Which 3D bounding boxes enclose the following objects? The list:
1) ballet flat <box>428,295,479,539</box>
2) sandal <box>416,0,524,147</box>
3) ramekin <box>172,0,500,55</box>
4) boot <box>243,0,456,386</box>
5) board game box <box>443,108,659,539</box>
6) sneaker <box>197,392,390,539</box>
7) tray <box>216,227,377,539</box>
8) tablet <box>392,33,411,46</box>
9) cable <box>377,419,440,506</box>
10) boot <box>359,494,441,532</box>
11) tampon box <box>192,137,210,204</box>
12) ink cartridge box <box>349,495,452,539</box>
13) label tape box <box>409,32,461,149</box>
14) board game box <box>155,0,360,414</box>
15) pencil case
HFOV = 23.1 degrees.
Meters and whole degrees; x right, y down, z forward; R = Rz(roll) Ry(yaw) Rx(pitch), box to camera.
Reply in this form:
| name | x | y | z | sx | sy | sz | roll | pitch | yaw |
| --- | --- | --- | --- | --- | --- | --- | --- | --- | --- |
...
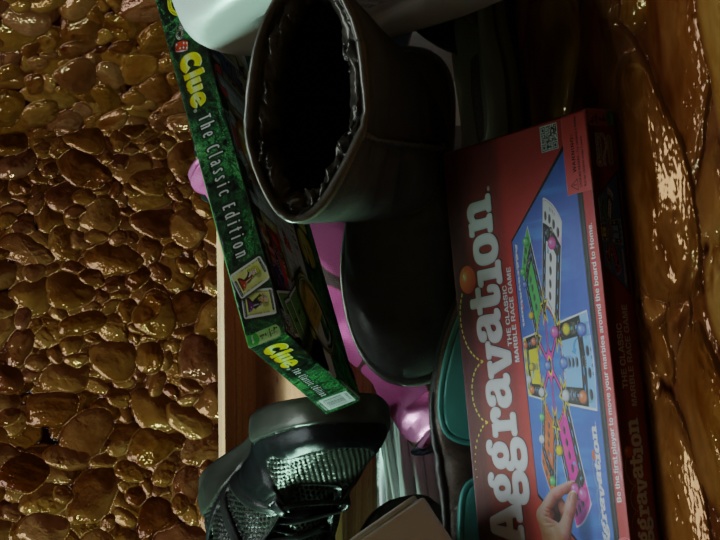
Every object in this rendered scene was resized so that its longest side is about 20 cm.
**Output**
| name | x | y | z | sx | sy | sz | roll | pitch | yaw |
| --- | --- | --- | --- | --- | --- | --- | --- | --- | --- |
| ballet flat | 0.064 | 0.089 | 0.842 | 0.068 | 0.067 | 0.202 | 63 | -147 | -86 |
| sandal | 0.045 | -0.144 | 0.926 | 0.080 | 0.057 | 0.203 | 113 | 151 | -74 |
| ramekin | 0.000 | -0.165 | 0.771 | 0.200 | 0.199 | 0.099 | 137 | 120 | -80 |
| boot | 0.004 | -0.030 | 0.783 | 0.200 | 0.072 | 0.183 | -20 | -75 | -82 |
| board game box | 0.081 | 0.039 | 0.764 | 0.103 | 0.019 | 0.202 | -14 | 80 | 57 |
| sneaker | -0.032 | 0.134 | 0.913 | 0.199 | 0.076 | 0.115 | 134 | 133 | -56 |
| tray | -0.037 | 0.055 | 1.029 | 0.098 | 0.037 | 0.202 | 0 | 92 | 40 |
| tablet | -0.004 | -0.182 | 0.937 | 0.130 | 0.014 | 0.201 | 47 | -134 | -39 |
| cable | 0.041 | 0.146 | 1.105 | 0.201 | 0.069 | 0.201 | 95 | 168 | -49 |
| boot | 0.017 | 0.220 | 0.993 | 0.131 | 0.067 | 0.202 | -174 | 76 | -74 |
| tampon box | -0.052 | -0.155 | 1.302 | 0.126 | 0.149 | 0.202 | -158 | 63 | -81 |
| ink cartridge box | 0.031 | 0.221 | 0.788 | 0.201 | 0.083 | 0.146 | 55 | 154 | 11 |
| label tape box | 0.030 | -0.058 | 1.071 | 0.201 | 0.063 | 0.145 | -104 | 12 | -47 |
| board game box | -0.050 | -0.039 | 0.829 | 0.105 | 0.023 | 0.201 | 52 | -161 | -64 |
| pencil case | 0.000 | 0.000 | 0.936 | 0.200 | 0.091 | 0.094 | 51 | -152 | 7 |
